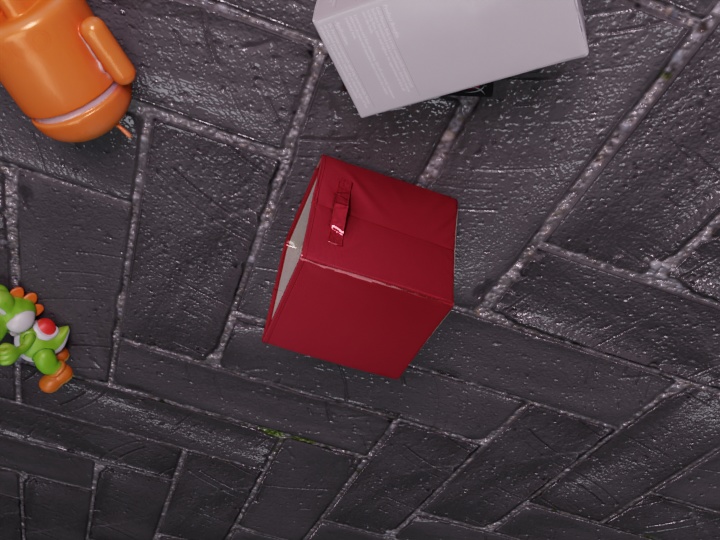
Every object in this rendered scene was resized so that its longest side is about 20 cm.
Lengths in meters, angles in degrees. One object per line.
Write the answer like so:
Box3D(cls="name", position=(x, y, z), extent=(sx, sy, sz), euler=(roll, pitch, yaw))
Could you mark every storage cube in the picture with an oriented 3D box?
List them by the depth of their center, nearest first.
Box3D(cls="storage cube", position=(0.000, 0.000, 0.925), extent=(0.179, 0.171, 0.200), euler=(17, 138, -10))

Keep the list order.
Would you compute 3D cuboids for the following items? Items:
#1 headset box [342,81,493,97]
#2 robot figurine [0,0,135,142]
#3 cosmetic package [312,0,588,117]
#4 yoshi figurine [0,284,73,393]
Box3D(cls="headset box", position=(0.054, -0.261, 0.686), extent=(0.148, 0.075, 0.200), euler=(4, 139, 6))
Box3D(cls="robot figurine", position=(-0.313, -0.216, 0.783), extent=(0.144, 0.117, 0.200), euler=(-26, 133, -2))
Box3D(cls="cosmetic package", position=(0.074, -0.209, 0.621), extent=(0.200, 0.090, 0.107), euler=(-12, 135, 18))
Box3D(cls="yoshi figurine", position=(-0.547, 0.110, 1.213), extent=(0.112, 0.112, 0.200), euler=(0, 136, 21))
